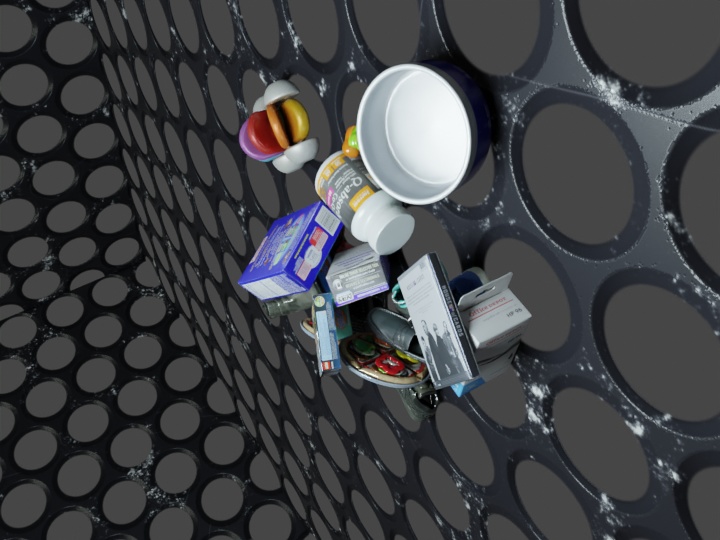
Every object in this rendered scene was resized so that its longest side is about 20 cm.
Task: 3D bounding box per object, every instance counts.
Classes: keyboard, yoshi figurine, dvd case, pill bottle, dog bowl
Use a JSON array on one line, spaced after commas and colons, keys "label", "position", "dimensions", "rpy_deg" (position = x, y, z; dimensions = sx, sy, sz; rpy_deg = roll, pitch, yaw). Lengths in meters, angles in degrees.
[{"label": "keyboard", "position": [0.009, 0.058, 1.562], "dimensions": [0.124, 0.021, 0.204], "rpy_deg": [5, 120, 23]}, {"label": "yoshi figurine", "position": [0.045, -0.222, 1.219], "dimensions": [0.113, 0.112, 0.199], "rpy_deg": [52, 155, -11]}, {"label": "dvd case", "position": [0.123, 0.086, 1.158], "dimensions": [0.150, 0.024, 0.204], "rpy_deg": [136, 117, -69]}, {"label": "pill bottle", "position": [0.009, -0.129, 1.348], "dimensions": [0.200, 0.115, 0.118], "rpy_deg": [49, 151, 32]}, {"label": "dog bowl", "position": [0.094, -0.208, 1.065], "dimensions": [0.197, 0.078, 0.205], "rpy_deg": [15, 118, 31]}]

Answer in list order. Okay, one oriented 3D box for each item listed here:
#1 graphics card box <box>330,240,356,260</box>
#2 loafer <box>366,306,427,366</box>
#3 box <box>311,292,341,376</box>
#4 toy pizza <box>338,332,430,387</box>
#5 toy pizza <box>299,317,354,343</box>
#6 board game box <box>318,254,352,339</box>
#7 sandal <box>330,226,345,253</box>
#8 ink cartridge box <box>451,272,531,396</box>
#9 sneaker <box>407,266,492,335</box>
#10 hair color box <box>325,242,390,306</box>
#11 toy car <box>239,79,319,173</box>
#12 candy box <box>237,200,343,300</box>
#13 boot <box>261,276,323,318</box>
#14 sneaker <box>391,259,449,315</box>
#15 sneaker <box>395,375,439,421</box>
[{"label": "graphics card box", "position": [-0.026, 0.036, 1.645], "dimensions": [0.125, 0.050, 0.204], "rpy_deg": [28, 137, 53]}, {"label": "loafer", "position": [0.099, 0.131, 1.397], "dimensions": [0.198, 0.069, 0.071], "rpy_deg": [33, 166, 13]}, {"label": "box", "position": [-0.068, 0.130, 1.378], "dimensions": [0.200, 0.037, 0.140], "rpy_deg": [110, 151, -78]}, {"label": "toy pizza", "position": [0.052, 0.171, 1.446], "dimensions": [0.199, 0.197, 0.032], "rpy_deg": [38, 121, 45]}, {"label": "toy pizza", "position": [-0.046, 0.145, 1.658], "dimensions": [0.199, 0.197, 0.032], "rpy_deg": [30, 102, 51]}, {"label": "board game box", "position": [-0.075, 0.028, 1.562], "dimensions": [0.154, 0.044, 0.202], "rpy_deg": [84, 164, -51]}, {"label": "sandal", "position": [-0.060, -0.114, 1.535], "dimensions": [0.201, 0.053, 0.083], "rpy_deg": [119, 144, -55]}, {"label": "ink cartridge box", "position": [0.205, 0.107, 1.164], "dimensions": [0.068, 0.114, 0.202], "rpy_deg": [51, 152, 31]}, {"label": "sneaker", "position": [0.148, 0.065, 1.247], "dimensions": [0.078, 0.110, 0.200], "rpy_deg": [61, 155, 7]}, {"label": "hair color box", "position": [0.000, 0.000, 1.387], "dimensions": [0.200, 0.107, 0.066], "rpy_deg": [-73, -36, -77]}, {"label": "toy car", "position": [-0.191, -0.300, 1.554], "dimensions": [0.199, 0.148, 0.178], "rpy_deg": [-14, 100, 65]}, {"label": "candy box", "position": [-0.141, -0.035, 1.435], "dimensions": [0.077, 0.171, 0.198], "rpy_deg": [39, 153, -25]}, {"label": "boot", "position": [-0.143, 0.063, 1.488], "dimensions": [0.200, 0.128, 0.069], "rpy_deg": [114, 135, -76]}, {"label": "sneaker", "position": [0.092, 0.040, 1.362], "dimensions": [0.079, 0.090, 0.201], "rpy_deg": [58, 155, 15]}, {"label": "sneaker", "position": [0.104, 0.223, 1.525], "dimensions": [0.202, 0.075, 0.114], "rpy_deg": [58, 153, 8]}]
